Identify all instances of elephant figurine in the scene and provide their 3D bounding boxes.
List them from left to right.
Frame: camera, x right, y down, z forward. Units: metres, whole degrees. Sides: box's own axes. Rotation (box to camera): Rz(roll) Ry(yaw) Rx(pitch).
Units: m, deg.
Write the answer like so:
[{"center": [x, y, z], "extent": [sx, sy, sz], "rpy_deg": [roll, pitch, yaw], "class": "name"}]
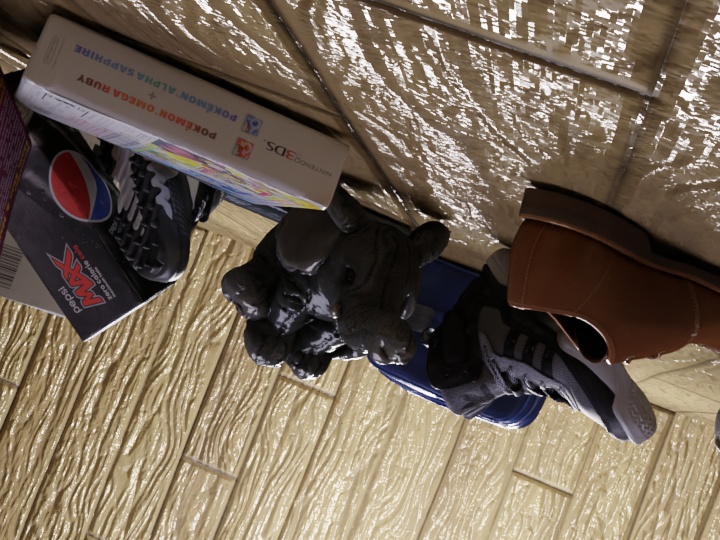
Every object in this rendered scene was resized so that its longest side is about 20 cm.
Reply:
[{"center": [0.000, 0.000, 0.945], "extent": [0.141, 0.156, 0.200], "rpy_deg": [-18, 173, -36], "class": "elephant figurine"}]

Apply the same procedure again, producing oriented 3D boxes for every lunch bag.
[{"center": [0.113, 0.076, 1.293], "extent": [0.199, 0.136, 0.132], "rpy_deg": [20, 177, 20], "class": "lunch bag"}]

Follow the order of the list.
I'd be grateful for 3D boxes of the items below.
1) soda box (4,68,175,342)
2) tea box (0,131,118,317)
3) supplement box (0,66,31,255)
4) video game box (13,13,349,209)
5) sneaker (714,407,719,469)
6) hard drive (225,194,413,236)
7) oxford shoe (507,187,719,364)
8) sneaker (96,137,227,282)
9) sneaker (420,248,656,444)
[{"center": [-0.229, -0.051, 0.983], "extent": [0.200, 0.071, 0.063], "rpy_deg": [56, -156, -5], "class": "soda box"}, {"center": [-0.385, -0.082, 1.396], "extent": [0.196, 0.201, 0.133], "rpy_deg": [18, 176, 40], "class": "tea box"}, {"center": [-0.275, -0.073, 0.764], "extent": [0.103, 0.131, 0.200], "rpy_deg": [7, 157, 0], "class": "supplement box"}, {"center": [-0.118, -0.091, 0.795], "extent": [0.182, 0.047, 0.200], "rpy_deg": [25, 177, -17], "class": "video game box"}, {"center": [0.208, 0.058, 0.582], "extent": [0.081, 0.088, 0.200], "rpy_deg": [21, 164, 16], "class": "sneaker"}, {"center": [-0.062, -0.058, 1.132], "extent": [0.199, 0.033, 0.140], "rpy_deg": [23, 177, -18], "class": "hard drive"}, {"center": [0.149, 0.021, 0.695], "extent": [0.200, 0.072, 0.071], "rpy_deg": [21, 176, -33], "class": "oxford shoe"}, {"center": [-0.134, -0.058, 0.944], "extent": [0.090, 0.067, 0.200], "rpy_deg": [11, -150, -27], "class": "sneaker"}, {"center": [0.118, 0.076, 0.914], "extent": [0.075, 0.114, 0.200], "rpy_deg": [47, -176, -43], "class": "sneaker"}]
